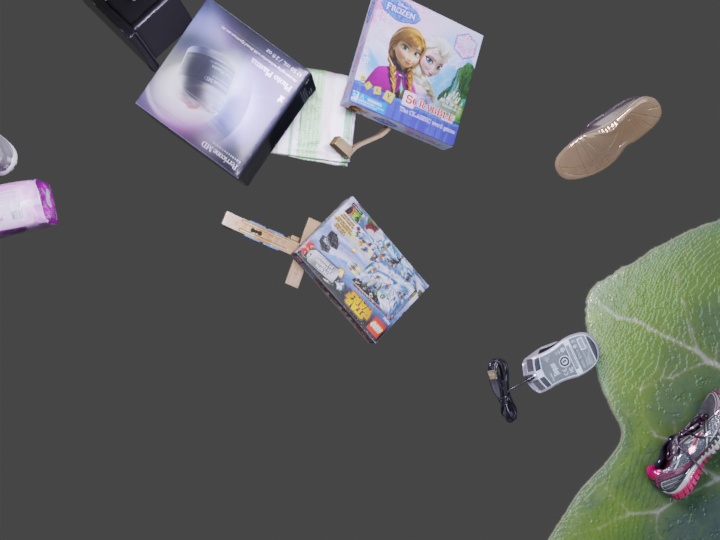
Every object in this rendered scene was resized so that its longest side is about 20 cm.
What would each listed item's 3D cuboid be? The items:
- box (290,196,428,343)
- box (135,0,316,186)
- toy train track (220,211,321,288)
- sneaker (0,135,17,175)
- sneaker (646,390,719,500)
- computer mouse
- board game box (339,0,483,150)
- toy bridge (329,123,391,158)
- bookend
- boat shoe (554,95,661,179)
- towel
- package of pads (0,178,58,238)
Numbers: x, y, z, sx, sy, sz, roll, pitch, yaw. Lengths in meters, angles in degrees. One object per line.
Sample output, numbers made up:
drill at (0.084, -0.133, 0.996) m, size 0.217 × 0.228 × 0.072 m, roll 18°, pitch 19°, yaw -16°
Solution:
box at (0.000, 0.000, 1.563) m, size 0.137 × 0.040 × 0.200 m, roll -44°, pitch 101°, yaw -17°
box at (-0.205, -0.272, 1.482) m, size 0.199 × 0.123 × 0.199 m, roll 35°, pitch 91°, yaw 1°
toy train track at (-0.134, -0.044, 1.556) m, size 0.198 × 0.032 × 0.116 m, roll 24°, pitch 78°, yaw -18°
sneaker at (-0.612, -0.223, 1.440) m, size 0.199 × 0.115 × 0.075 m, roll 36°, pitch 86°, yaw -8°
sneaker at (0.576, 0.297, 1.660) m, size 0.074 × 0.081 × 0.201 m, roll 31°, pitch 87°, yaw -6°
computer mouse at (0.316, 0.171, 1.636) m, size 0.198 × 0.044 × 0.111 m, roll -25°, pitch 90°, yaw -2°
board game box at (0.086, -0.327, 1.554) m, size 0.198 × 0.041 × 0.202 m, roll 19°, pitch 80°, yaw -20°
toy bridge at (0.030, -0.264, 1.569) m, size 0.067 × 0.027 × 0.201 m, roll 40°, pitch 74°, yaw -22°
bookend at (-0.315, -0.445, 1.448) m, size 0.199 × 0.092 × 0.200 m, roll -43°, pitch 66°, yaw -5°
boat shoe at (0.418, -0.228, 1.628) m, size 0.199 × 0.065 × 0.072 m, roll -38°, pitch 106°, yaw 13°
towel at (-0.106, -0.258, 1.567) m, size 0.197 × 0.031 × 0.152 m, roll 8°, pitch 88°, yaw -7°
package of pads at (-0.569, -0.085, 1.449) m, size 0.197 × 0.120 × 0.077 m, roll -12°, pitch 93°, yaw -8°
